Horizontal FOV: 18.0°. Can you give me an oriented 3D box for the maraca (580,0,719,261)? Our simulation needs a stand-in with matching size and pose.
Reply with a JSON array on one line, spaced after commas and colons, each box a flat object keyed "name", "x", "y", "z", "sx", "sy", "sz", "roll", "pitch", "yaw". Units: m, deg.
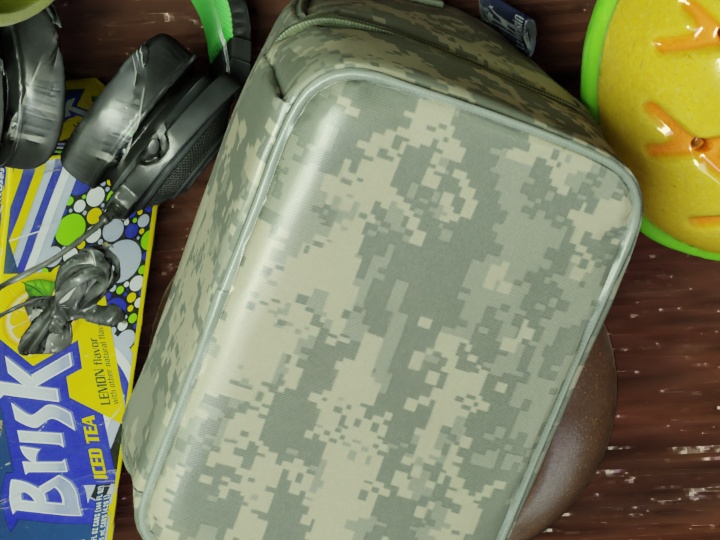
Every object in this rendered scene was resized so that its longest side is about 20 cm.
[{"name": "maraca", "x": 0.151, "y": -0.095, "z": 0.811, "sx": 0.137, "sy": 0.107, "sz": 0.200, "roll": 4, "pitch": 115, "yaw": -12}]

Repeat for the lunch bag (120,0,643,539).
[{"name": "lunch bag", "x": 0.000, "y": 0.000, "z": 0.815, "sx": 0.139, "sy": 0.168, "sz": 0.200, "roll": 16, "pitch": 107, "yaw": -16}]

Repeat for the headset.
[{"name": "headset", "x": -0.098, "y": -0.064, "z": 0.802, "sx": 0.123, "sy": 0.200, "sz": 0.094, "roll": 15, "pitch": 150, "yaw": -19}]

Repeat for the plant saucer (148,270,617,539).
[{"name": "plant saucer", "x": 0.007, "y": 0.057, "z": 0.950, "sx": 0.200, "sy": 0.037, "sz": 0.200, "roll": 2, "pitch": 119, "yaw": 4}]

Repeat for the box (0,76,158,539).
[{"name": "box", "x": -0.134, "y": 0.026, "z": 0.918, "sx": 0.070, "sy": 0.064, "sz": 0.200, "roll": -9, "pitch": 124, "yaw": -32}]

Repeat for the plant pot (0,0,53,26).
[{"name": "plant pot", "x": -0.200, "y": -0.187, "z": 0.755, "sx": 0.200, "sy": 0.187, "sz": 0.187, "roll": 10, "pitch": 120, "yaw": 17}]
